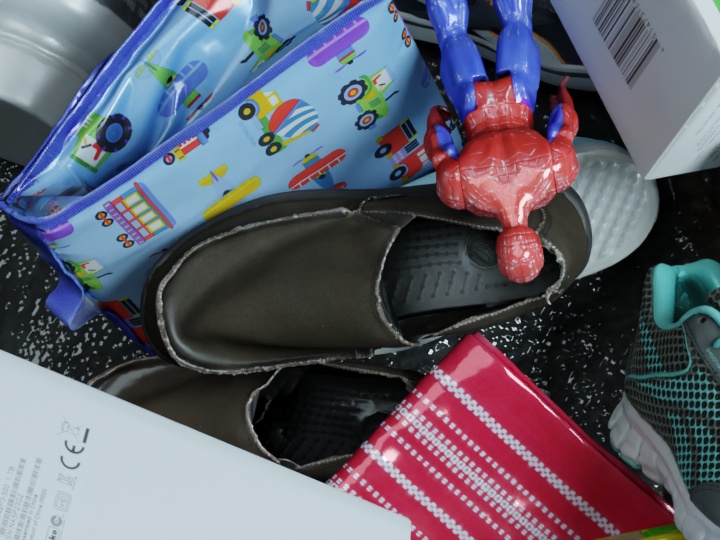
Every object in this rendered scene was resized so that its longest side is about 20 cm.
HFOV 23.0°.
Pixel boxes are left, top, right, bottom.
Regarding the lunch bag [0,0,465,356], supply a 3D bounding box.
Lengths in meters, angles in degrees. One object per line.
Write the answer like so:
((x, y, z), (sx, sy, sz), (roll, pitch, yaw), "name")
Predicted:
((-0.063, -0.044, 0.813), (0.200, 0.151, 0.094), (-45, 59, -6), "lunch bag")

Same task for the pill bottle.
((-0.144, -0.159, 0.907), (0.112, 0.113, 0.201), (14, 71, 20), "pill bottle")

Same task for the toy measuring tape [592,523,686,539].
((0.090, 0.146, 0.710), (0.198, 0.074, 0.074), (-12, 65, 2), "toy measuring tape")

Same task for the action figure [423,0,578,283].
((0.057, -0.074, 0.743), (0.065, 0.052, 0.201), (-7, 46, 4), "action figure")

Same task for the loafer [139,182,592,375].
((0.000, 0.000, 0.745), (0.198, 0.071, 0.074), (-15, 101, 5), "loafer")

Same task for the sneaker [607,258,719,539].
((0.149, 0.051, 0.682), (0.077, 0.200, 0.092), (-4, 107, -16), "sneaker")

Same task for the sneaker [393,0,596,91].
((0.081, -0.144, 0.850), (0.199, 0.080, 0.079), (13, 53, 19), "sneaker")

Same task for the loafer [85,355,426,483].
((-0.047, 0.063, 0.808), (0.198, 0.071, 0.074), (-3, 66, 14), "loafer")

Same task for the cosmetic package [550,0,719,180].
((0.194, -0.116, 0.759), (0.199, 0.085, 0.108), (-13, 64, -26), "cosmetic package")

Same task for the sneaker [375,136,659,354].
((0.038, -0.012, 0.820), (0.198, 0.082, 0.075), (-12, 100, 4), "sneaker")

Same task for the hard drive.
((-0.079, 0.113, 0.640), (0.199, 0.026, 0.133), (25, 46, -17), "hard drive")

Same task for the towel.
((0.033, 0.143, 0.744), (0.145, 0.022, 0.200), (44, 83, -3), "towel")
